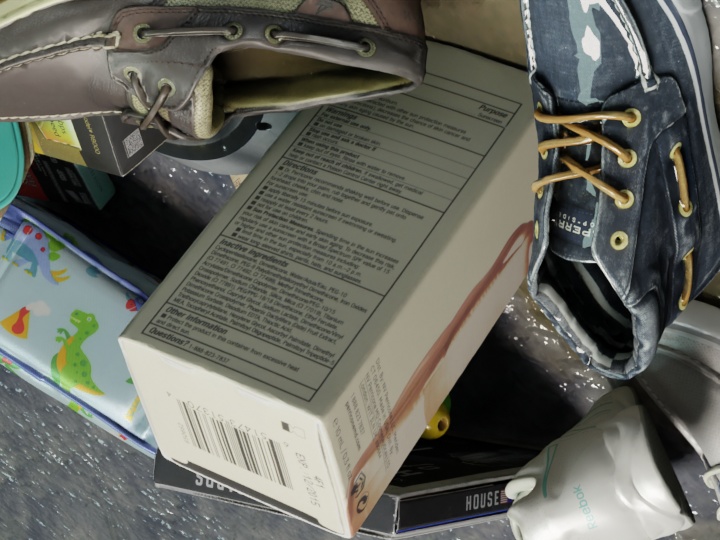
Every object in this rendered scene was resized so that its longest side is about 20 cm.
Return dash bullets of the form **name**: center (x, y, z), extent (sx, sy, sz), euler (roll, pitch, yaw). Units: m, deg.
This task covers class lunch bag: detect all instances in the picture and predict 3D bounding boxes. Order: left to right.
- **lunch bag**: center (-0.142, 0.034, 1.067), extent (0.200, 0.083, 0.161), euler (33, 177, 4)

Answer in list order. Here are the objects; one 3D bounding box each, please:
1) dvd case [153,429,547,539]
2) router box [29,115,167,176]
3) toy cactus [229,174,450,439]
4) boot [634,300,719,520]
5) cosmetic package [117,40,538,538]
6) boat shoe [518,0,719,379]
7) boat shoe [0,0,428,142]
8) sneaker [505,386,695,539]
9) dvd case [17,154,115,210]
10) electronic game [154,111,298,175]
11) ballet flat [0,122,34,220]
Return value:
- **dvd case**: center (0.017, 0.102, 0.972), extent (0.150, 0.200, 0.025), euler (6, 93, 37)
- **router box**: center (-0.173, -0.150, 0.861), extent (0.157, 0.052, 0.200), euler (16, 136, 35)
- **toy cactus**: center (-0.017, 0.015, 0.955), extent (0.165, 0.102, 0.200), euler (57, 171, 0)
- **boot**: center (0.188, 0.102, 0.868), extent (0.200, 0.096, 0.074), euler (37, 149, -1)
- **cosmetic package**: center (0.000, 0.000, 0.816), extent (0.103, 0.200, 0.087), euler (21, 146, 26)
- **boat shoe**: center (0.097, -0.050, 0.759), extent (0.071, 0.091, 0.200), euler (7, 138, 38)
- **boat shoe**: center (-0.070, -0.087, 0.782), extent (0.199, 0.065, 0.073), euler (-12, 156, 2)
- **sneaker**: center (0.107, 0.099, 0.896), extent (0.071, 0.080, 0.200), euler (65, -173, 8)
- **dvd case**: center (-0.243, -0.105, 1.083), extent (0.200, 0.022, 0.146), euler (10, 140, 34)
- **electronic game**: center (-0.096, -0.130, 0.886), extent (0.200, 0.042, 0.200), euler (26, 141, 24)
- **ballet flat**: center (-0.212, -0.111, 0.855), extent (0.200, 0.067, 0.062), euler (58, 171, -12)
